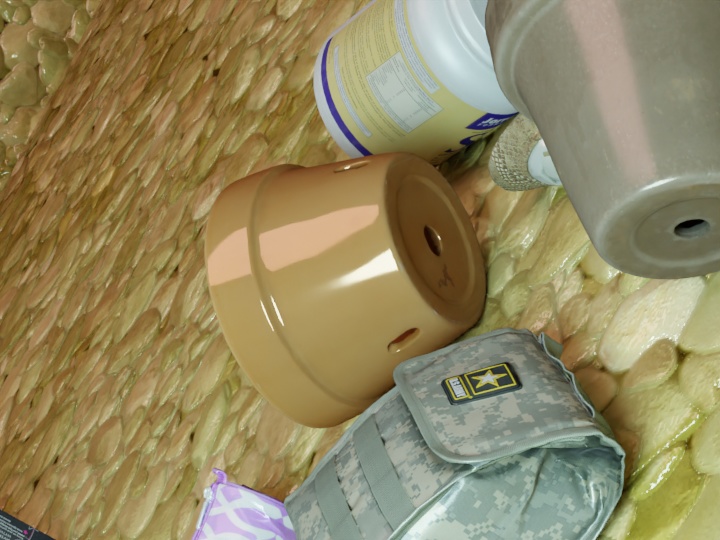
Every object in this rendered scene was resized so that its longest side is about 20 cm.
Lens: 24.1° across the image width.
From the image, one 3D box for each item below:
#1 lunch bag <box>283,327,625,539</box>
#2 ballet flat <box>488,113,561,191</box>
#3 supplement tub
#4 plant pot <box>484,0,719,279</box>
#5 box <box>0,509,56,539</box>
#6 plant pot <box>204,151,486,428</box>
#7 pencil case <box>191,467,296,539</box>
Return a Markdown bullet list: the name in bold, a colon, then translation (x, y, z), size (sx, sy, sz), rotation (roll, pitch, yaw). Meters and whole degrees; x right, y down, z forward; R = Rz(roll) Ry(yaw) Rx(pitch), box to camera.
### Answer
- **lunch bag**: translation (0.060, 0.130, 1.022), size (0.200, 0.117, 0.164), rotation (-47, 21, 7)
- **ballet flat**: translation (0.164, -0.107, 1.190), size (0.200, 0.070, 0.066), rotation (-46, 38, 35)
- **supplement tub**: translation (0.069, -0.175, 1.372), size (0.200, 0.145, 0.146), rotation (-31, 33, 48)
- **plant pot**: translation (0.180, -0.097, 1.002), size (0.200, 0.199, 0.176), rotation (-37, 46, 42)
- **box**: translation (-0.407, 0.305, 1.664), size (0.132, 0.199, 0.115), rotation (-43, 25, 33)
- **plant pot**: translation (0.000, 0.000, 1.249), size (0.139, 0.200, 0.201), rotation (-23, 36, 28)
- **pencil case**: translation (-0.114, 0.251, 1.267), size (0.084, 0.085, 0.201), rotation (-14, 48, 62)
